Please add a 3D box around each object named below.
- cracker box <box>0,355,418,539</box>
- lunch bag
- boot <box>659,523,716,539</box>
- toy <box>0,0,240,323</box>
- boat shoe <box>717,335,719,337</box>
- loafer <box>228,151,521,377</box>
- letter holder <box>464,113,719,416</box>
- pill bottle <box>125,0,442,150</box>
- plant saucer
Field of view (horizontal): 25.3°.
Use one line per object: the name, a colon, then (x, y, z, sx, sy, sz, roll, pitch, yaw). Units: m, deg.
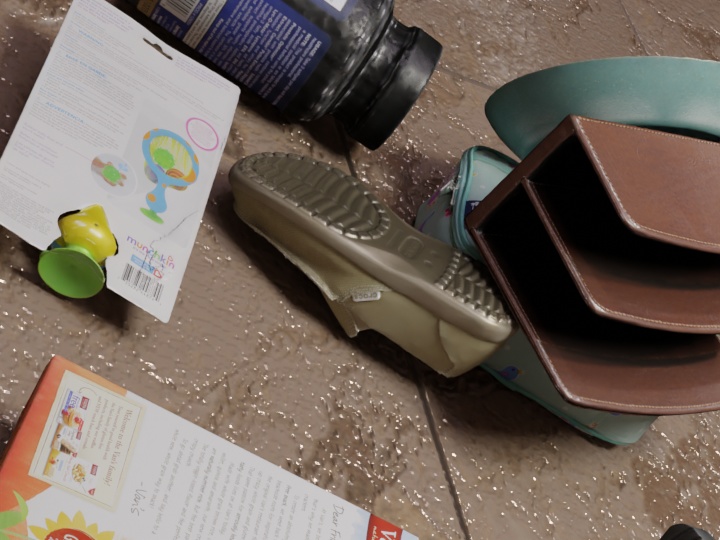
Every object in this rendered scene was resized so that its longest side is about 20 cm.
cracker box: (-0.077, 0.140, 0.715, 0.198, 0.058, 0.135, 28, 35, -9)
lunch bag: (0.124, 0.008, 1.057, 0.199, 0.077, 0.161, 33, 35, -12)
boot: (0.275, 0.245, 0.960, 0.199, 0.066, 0.166, 24, 38, -31)
toy: (-0.142, -0.061, 0.900, 0.114, 0.047, 0.201, 32, 38, -19)
boat shoe: (0.196, -0.020, 1.167, 0.199, 0.075, 0.063, 31, 41, -6)
loafer: (0.000, 0.000, 0.956, 0.199, 0.069, 0.076, 33, 30, 12)
letter holder: (0.184, 0.003, 0.962, 0.199, 0.101, 0.143, 4, 51, -45)
pill bottle: (-0.049, -0.170, 1.058, 0.199, 0.112, 0.112, 35, 34, -10)
plant saucer: (0.180, -0.091, 1.060, 0.198, 0.199, 0.036, 11, 75, -37)
